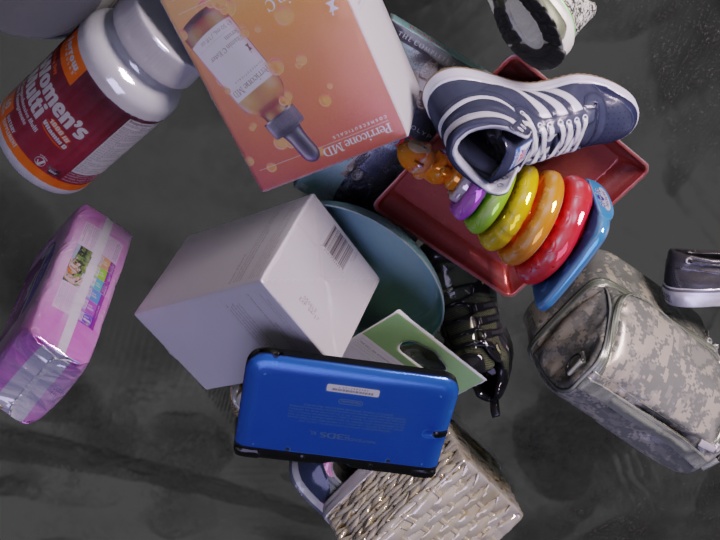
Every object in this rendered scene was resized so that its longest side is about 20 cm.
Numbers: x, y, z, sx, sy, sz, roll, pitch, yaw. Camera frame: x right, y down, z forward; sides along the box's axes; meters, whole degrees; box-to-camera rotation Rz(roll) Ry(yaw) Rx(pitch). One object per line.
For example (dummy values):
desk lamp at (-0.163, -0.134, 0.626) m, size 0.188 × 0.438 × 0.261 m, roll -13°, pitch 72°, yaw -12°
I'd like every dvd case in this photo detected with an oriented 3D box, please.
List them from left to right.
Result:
dvd case at (0.040, -0.129, 0.925) m, size 0.144 × 0.022 × 0.201 m, roll 27°, pitch 120°, yaw -14°

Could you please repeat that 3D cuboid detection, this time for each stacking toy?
stacking toy at (0.120, -0.067, 0.860) m, size 0.198 × 0.117 × 0.111 m, roll 28°, pitch 118°, yaw -10°

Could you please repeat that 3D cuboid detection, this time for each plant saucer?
plant saucer at (0.000, 0.000, 0.971) m, size 0.197 × 0.028 × 0.202 m, roll 22°, pitch 145°, yaw 16°
plant saucer at (0.143, -0.090, 0.918) m, size 0.198 × 0.037 × 0.200 m, roll 31°, pitch 119°, yaw -27°

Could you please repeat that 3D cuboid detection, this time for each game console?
game console at (-0.021, 0.129, 0.923) m, size 0.196 × 0.119 × 0.173 m, roll 8°, pitch 121°, yaw -8°

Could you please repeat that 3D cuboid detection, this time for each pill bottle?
pill bottle at (-0.232, -0.165, 0.858) m, size 0.199 × 0.110 × 0.110 m, roll -33°, pitch 117°, yaw 28°

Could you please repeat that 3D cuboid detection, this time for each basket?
basket at (0.074, 0.280, 1.107) m, size 0.200 × 0.124 × 0.135 m, roll -45°, pitch 114°, yaw 4°

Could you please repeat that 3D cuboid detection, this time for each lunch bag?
lunch bag at (0.280, 0.102, 0.979) m, size 0.198 × 0.169 × 0.140 m, roll 32°, pitch 121°, yaw -18°

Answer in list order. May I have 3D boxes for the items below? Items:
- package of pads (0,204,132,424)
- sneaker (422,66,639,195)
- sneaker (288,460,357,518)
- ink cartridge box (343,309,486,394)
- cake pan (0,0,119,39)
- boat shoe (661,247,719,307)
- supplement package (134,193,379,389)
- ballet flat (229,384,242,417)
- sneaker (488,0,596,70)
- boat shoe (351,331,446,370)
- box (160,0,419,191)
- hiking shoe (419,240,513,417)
package of pads at (-0.306, 0.042, 0.958) m, size 0.075 × 0.202 × 0.120 m, roll 35°, pitch 124°, yaw -25°
sneaker at (0.155, -0.116, 0.806) m, size 0.196 × 0.109 × 0.071 m, roll 4°, pitch 129°, yaw -10°
sneaker at (0.002, 0.287, 1.185) m, size 0.081 × 0.071 × 0.200 m, roll -33°, pitch 118°, yaw 26°
ink cartridge box at (0.011, 0.107, 0.985) m, size 0.199 × 0.048 × 0.145 m, roll -34°, pitch 125°, yaw 28°
cake pan at (-0.294, -0.293, 0.824) m, size 0.196 × 0.037 × 0.203 m, roll 2°, pitch 124°, yaw 2°
boat shoe at (0.404, -0.008, 0.961) m, size 0.196 × 0.070 × 0.068 m, roll -5°, pitch 107°, yaw 4°
supplement package at (-0.104, 0.026, 0.943) m, size 0.198 × 0.121 × 0.122 m, roll -13°, pitch 127°, yaw 41°
ballet flat at (-0.110, 0.116, 1.067) m, size 0.070 × 0.065 × 0.201 m, roll 37°, pitch 125°, yaw 8°
sneaker at (0.135, -0.275, 0.800) m, size 0.076 × 0.088 × 0.202 m, roll -9°, pitch 115°, yaw 58°
boat shoe at (0.013, 0.122, 1.073) m, size 0.198 × 0.065 × 0.075 m, roll -10°, pitch 124°, yaw 10°
box at (-0.056, -0.198, 0.816) m, size 0.150 × 0.107 × 0.202 m, roll -18°, pitch 116°, yaw 20°
hiking shoe at (0.117, 0.058, 1.000) m, size 0.075 × 0.101 × 0.202 m, roll -22°, pitch 121°, yaw 17°
